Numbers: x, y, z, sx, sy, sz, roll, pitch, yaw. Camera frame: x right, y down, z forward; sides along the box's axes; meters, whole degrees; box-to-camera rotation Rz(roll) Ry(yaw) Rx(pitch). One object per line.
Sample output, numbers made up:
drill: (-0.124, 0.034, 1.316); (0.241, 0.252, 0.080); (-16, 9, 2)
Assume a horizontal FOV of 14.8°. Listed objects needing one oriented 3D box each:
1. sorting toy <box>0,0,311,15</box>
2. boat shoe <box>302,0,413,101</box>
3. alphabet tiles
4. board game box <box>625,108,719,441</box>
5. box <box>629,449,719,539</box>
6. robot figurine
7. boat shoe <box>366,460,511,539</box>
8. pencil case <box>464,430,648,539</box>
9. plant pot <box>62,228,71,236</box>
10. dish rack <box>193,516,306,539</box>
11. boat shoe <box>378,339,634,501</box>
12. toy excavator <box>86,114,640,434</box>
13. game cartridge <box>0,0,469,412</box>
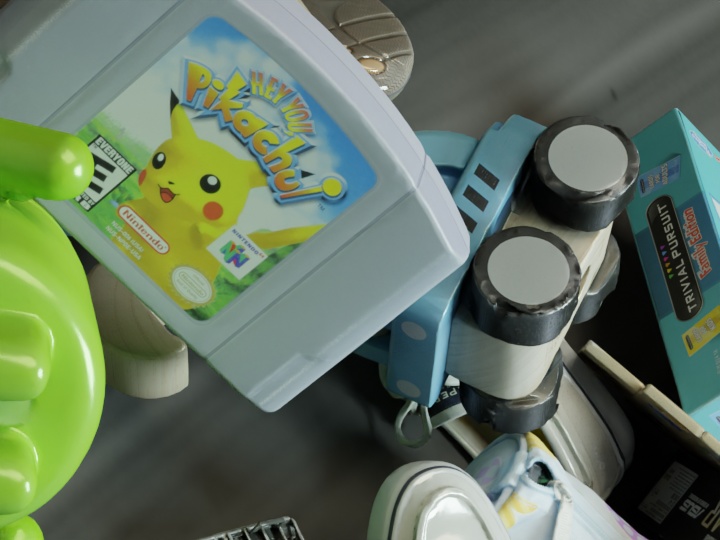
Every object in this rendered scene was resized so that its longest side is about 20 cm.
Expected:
sorting toy: (-0.137, -0.108, 1.118); (0.185, 0.199, 0.037); (52, 27, -27)
boat shoe: (-0.038, -0.129, 1.362); (0.075, 0.072, 0.201); (2, 39, -24)
alphabet tiles: (0.184, 0.101, 1.336); (0.200, 0.006, 0.166); (40, -1, 5)
board game box: (0.204, 0.033, 1.418); (0.151, 0.047, 0.201); (41, 26, -34)
box: (0.221, 0.164, 1.301); (0.160, 0.044, 0.200); (40, -2, -13)
robot figurine: (-0.157, 0.028, 1.053); (0.115, 0.177, 0.200); (4, 14, -10)
boat shoe: (0.055, 0.178, 1.167); (0.071, 0.066, 0.202); (-7, 86, -26)
pencil case: (0.118, 0.159, 1.267); (0.200, 0.091, 0.083); (41, 33, -12)
plant pot: (-0.116, -0.153, 1.228); (0.200, 0.200, 0.197); (34, 34, -18)
dish rack: (-0.066, 0.179, 1.113); (0.199, 0.054, 0.154); (-10, 69, -48)
boat shoe: (0.044, 0.048, 1.307); (0.202, 0.074, 0.086); (51, 42, -14)
toy excavator: (0.000, 0.000, 1.225); (0.199, 0.100, 0.195); (23, 59, 13)
game cartridge: (-0.057, -0.047, 1.104); (0.200, 0.133, 0.041); (44, 23, -16)
